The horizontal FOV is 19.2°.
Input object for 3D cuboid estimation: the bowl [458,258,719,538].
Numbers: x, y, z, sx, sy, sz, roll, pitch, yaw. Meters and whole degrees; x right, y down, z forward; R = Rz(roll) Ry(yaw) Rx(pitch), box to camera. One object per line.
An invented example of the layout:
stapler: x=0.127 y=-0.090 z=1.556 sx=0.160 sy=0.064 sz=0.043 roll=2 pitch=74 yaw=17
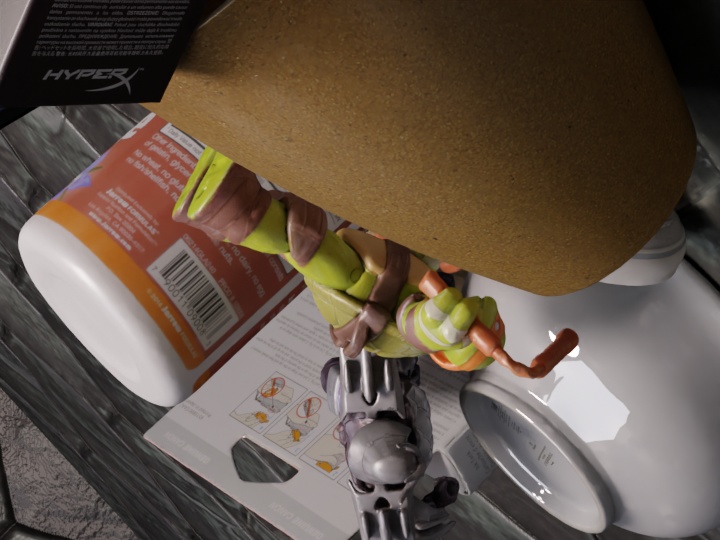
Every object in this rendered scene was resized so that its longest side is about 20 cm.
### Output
bowl: x=0.112 y=0.061 z=1.020 sx=0.201 sy=0.090 sz=0.201 roll=41 pitch=162 yaw=17

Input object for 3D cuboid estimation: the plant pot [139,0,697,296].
plant pot: x=0.029 y=-0.085 z=0.785 sx=0.200 sy=0.187 sz=0.186 roll=40 pitch=167 yaw=-25

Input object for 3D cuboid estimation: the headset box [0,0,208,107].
headset box: x=-0.089 y=-0.174 z=0.651 sx=0.149 sy=0.077 sz=0.201 roll=48 pitch=126 yaw=28

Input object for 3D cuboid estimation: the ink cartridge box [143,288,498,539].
ink cartridge box: x=-0.003 y=0.078 z=1.191 sx=0.200 sy=0.174 sz=0.044 roll=25 pitch=154 yaw=51

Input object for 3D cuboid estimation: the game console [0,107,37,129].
game console: x=-0.154 y=-0.098 z=1.121 sx=0.175 sy=0.117 sz=0.200 roll=29 pitch=-179 yaw=17

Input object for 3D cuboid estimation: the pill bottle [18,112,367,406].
pill bottle: x=-0.055 y=-0.039 z=1.009 sx=0.112 sy=0.200 sz=0.112 roll=42 pitch=162 yaw=17

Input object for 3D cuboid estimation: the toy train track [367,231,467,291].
toy train track: x=-0.020 y=-0.041 z=1.150 sx=0.199 sy=0.033 sz=0.115 roll=25 pitch=150 yaw=2

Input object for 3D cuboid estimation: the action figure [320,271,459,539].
action figure: x=0.017 y=0.061 z=1.042 sx=0.200 sy=0.069 sz=0.131 roll=-95 pitch=9 yaw=-72

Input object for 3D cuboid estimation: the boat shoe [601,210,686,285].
boat shoe: x=0.056 y=-0.066 z=0.909 sx=0.199 sy=0.072 sz=0.069 roll=33 pitch=125 yaw=11

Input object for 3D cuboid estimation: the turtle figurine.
turtle figurine: x=0.000 y=0.000 z=0.905 sx=0.161 sy=0.065 sz=0.200 roll=30 pitch=-170 yaw=-12
